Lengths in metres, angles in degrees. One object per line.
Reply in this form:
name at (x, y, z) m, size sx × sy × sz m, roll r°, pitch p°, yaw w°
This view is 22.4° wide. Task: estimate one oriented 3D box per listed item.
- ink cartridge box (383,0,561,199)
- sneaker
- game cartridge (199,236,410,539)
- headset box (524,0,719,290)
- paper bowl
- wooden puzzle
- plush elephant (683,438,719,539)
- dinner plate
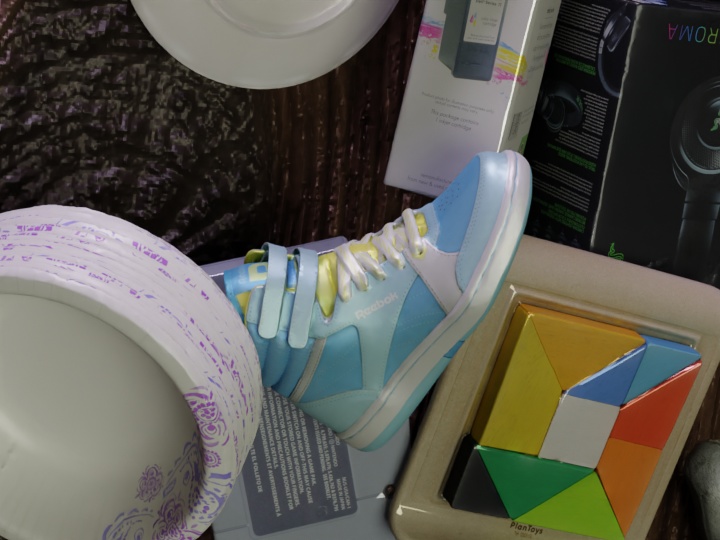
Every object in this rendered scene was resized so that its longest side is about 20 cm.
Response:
ink cartridge box at (0.077, -0.145, 1.074) m, size 0.067 × 0.117 × 0.202 m, roll 15°, pitch 101°, yaw 10°
sneaker at (0.000, 0.000, 1.006) m, size 0.130 × 0.080 × 0.201 m, roll 26°, pitch 111°, yaw -16°
game cartridge at (-0.038, 0.084, 1.094) m, size 0.132 × 0.041 × 0.202 m, roll -10°, pitch 108°, yaw -4°
headset box at (0.201, -0.075, 1.179) m, size 0.173 × 0.093 × 0.202 m, roll 2°, pitch 107°, yaw -30°
paper bowl at (-0.150, 0.055, 0.991) m, size 0.202 × 0.199 × 0.105 m, roll 65°, pitch 28°, yaw -29°
wooden puzzle at (0.128, 0.091, 1.112) m, size 0.184 × 0.037 × 0.202 m, roll 14°, pitch 100°, yaw -25°
plush elephant at (0.339, 0.206, 1.329) m, size 0.154 × 0.165 × 0.201 m, roll -25°, pitch 147°, yaw -6°
dinner plate at (-0.046, -0.202, 1.045) m, size 0.199 × 0.024 × 0.202 m, roll -11°, pitch 113°, yaw -27°
